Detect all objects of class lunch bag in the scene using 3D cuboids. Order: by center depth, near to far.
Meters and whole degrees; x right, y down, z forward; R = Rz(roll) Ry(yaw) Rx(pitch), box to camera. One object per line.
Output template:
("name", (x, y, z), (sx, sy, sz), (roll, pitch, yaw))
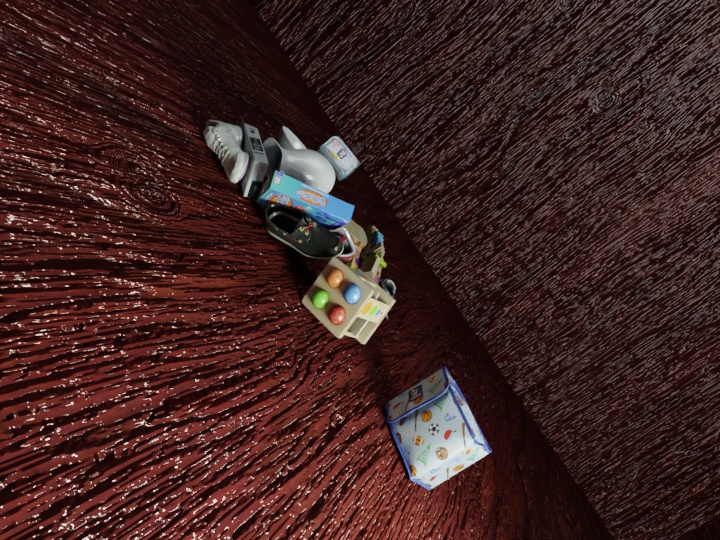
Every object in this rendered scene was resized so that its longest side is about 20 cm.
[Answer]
("lunch bag", (0.153, 0.325, 1.235), (0.124, 0.168, 0.202), (47, 15, -46))
("lunch bag", (-0.094, -0.491, 2.540), (0.171, 0.126, 0.200), (51, 19, -4))

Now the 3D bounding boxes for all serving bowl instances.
("serving bowl", (-0.215, -0.375, 1.917), (0.201, 0.065, 0.201), (50, 12, -14))

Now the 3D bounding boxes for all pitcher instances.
("pitcher", (-0.154, -0.239, 1.493), (0.198, 0.121, 0.174), (13, 48, -45))

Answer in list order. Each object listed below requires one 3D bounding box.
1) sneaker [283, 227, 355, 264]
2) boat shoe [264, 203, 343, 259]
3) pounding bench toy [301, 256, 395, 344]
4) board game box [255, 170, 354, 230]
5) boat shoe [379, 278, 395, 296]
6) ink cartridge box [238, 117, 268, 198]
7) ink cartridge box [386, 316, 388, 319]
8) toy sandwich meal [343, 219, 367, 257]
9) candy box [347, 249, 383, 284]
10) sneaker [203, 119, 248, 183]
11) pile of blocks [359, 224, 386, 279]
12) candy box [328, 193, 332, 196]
("sneaker", (-0.101, -0.076, 1.363), (0.197, 0.073, 0.112), (25, -19, -14))
("boat shoe", (-0.129, -0.087, 1.299), (0.198, 0.074, 0.064), (25, -29, 16))
("pounding bench toy", (-0.052, 0.045, 1.287), (0.199, 0.125, 0.155), (40, 7, 27))
("board game box", (-0.131, -0.154, 1.343), (0.197, 0.046, 0.152), (22, -14, -19))
("boat shoe", (0.073, 0.056, 1.705), (0.072, 0.067, 0.200), (54, 12, 0))
("ink cartridge box", (-0.266, -0.272, 1.391), (0.038, 0.101, 0.202), (5, 41, -28))
("ink cartridge box", (0.039, 0.077, 1.759), (0.095, 0.037, 0.201), (51, 11, -19))
("toy sandwich meal", (-0.062, -0.121, 1.547), (0.206, 0.070, 0.206), (49, 14, -17))
("candy box", (0.000, 0.000, 1.636), (0.117, 0.056, 0.202), (48, 32, -25))
("sneaker", (-0.315, -0.274, 1.335), (0.098, 0.075, 0.202), (17, 35, -37))
("pile of blocks", (0.047, -0.048, 1.610), (0.062, 0.081, 0.203), (40, 36, -30))
("candy box", (-0.138, -0.245, 1.810), (0.198, 0.027, 0.102), (33, 14, 4))
